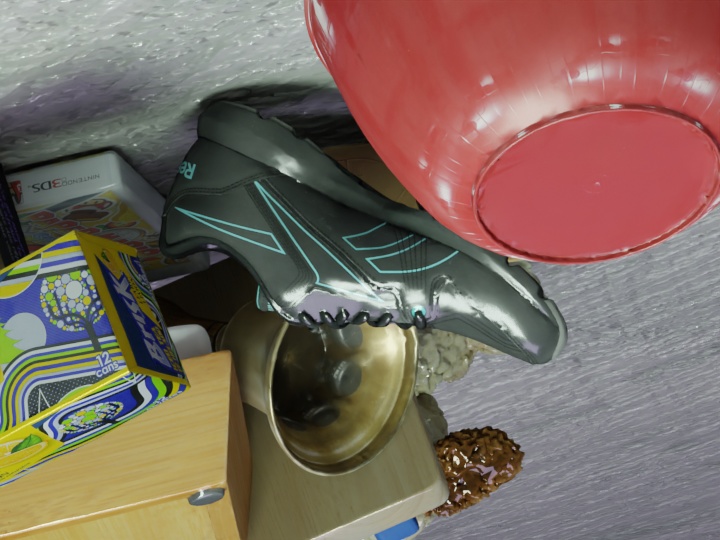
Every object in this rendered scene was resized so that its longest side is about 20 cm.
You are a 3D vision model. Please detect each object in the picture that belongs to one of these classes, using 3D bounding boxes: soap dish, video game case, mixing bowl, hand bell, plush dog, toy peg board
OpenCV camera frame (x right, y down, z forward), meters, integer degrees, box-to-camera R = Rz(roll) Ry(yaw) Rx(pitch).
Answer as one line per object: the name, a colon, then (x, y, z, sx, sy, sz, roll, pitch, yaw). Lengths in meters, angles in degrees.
soap dish: (-0.128, 0.102, 1.363, 0.157, 0.081, 0.200, -14, 162, -4)
video game case: (-0.186, -0.010, 1.473, 0.182, 0.023, 0.200, -13, 166, 7)
mixing bowl: (0.083, -0.073, 1.099, 0.200, 0.109, 0.200, -6, 145, -4)
hand bell: (-0.075, 0.035, 1.492, 0.104, 0.104, 0.200, 3, -173, -45)
plush dog: (0.003, 0.078, 1.656, 0.160, 0.172, 0.200, 3, 162, -44)
toy peg board: (-0.059, 0.102, 1.539, 0.199, 0.200, 0.098, -23, 139, 4)

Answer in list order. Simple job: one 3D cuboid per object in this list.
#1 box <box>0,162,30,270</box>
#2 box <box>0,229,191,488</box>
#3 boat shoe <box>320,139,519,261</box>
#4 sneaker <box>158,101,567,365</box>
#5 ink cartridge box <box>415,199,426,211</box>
box: (-0.236, 0.001, 1.268, 0.122, 0.106, 0.200, -24, 163, 13)
box: (-0.178, 0.061, 1.216, 0.200, 0.070, 0.064, -28, 162, 16)
boat shoe: (0.022, -0.037, 1.441, 0.200, 0.074, 0.069, -1, 180, -34)
sneaker: (0.000, 0.000, 1.324, 0.200, 0.079, 0.075, 29, 171, 9)
ink cartridge box: (0.073, -0.077, 1.298, 0.116, 0.068, 0.200, -12, 167, 4)
